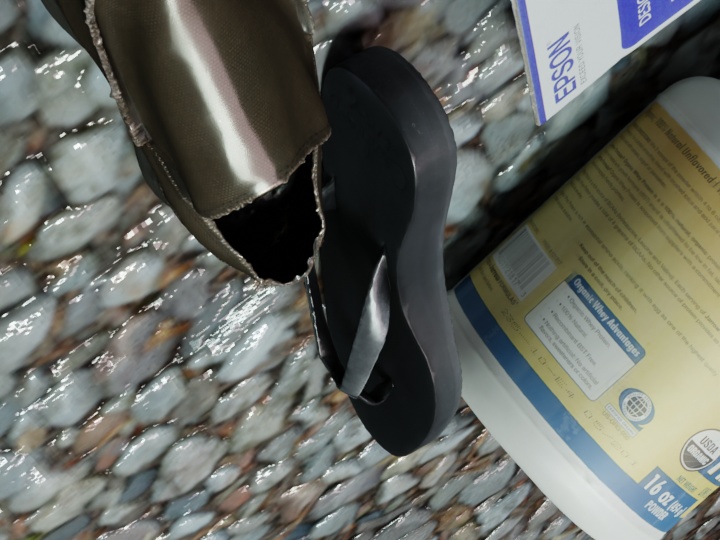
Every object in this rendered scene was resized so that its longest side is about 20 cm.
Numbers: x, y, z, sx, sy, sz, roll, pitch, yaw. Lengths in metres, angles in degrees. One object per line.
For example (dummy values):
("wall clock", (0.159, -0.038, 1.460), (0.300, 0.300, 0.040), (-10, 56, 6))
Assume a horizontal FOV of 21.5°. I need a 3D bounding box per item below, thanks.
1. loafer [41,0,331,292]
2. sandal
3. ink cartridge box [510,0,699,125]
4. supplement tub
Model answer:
("loafer", (-0.037, -0.058, 0.560), (0.073, 0.072, 0.200), (-35, 155, -7))
("sandal", (0.000, -0.001, 0.714), (0.043, 0.076, 0.201), (-30, 143, -21))
("ink cartridge box", (0.117, -0.163, 0.634), (0.199, 0.047, 0.198), (-35, 156, -5))
("supplement tub", (0.144, 0.009, 0.832), (0.200, 0.145, 0.144), (-43, 155, 9))
